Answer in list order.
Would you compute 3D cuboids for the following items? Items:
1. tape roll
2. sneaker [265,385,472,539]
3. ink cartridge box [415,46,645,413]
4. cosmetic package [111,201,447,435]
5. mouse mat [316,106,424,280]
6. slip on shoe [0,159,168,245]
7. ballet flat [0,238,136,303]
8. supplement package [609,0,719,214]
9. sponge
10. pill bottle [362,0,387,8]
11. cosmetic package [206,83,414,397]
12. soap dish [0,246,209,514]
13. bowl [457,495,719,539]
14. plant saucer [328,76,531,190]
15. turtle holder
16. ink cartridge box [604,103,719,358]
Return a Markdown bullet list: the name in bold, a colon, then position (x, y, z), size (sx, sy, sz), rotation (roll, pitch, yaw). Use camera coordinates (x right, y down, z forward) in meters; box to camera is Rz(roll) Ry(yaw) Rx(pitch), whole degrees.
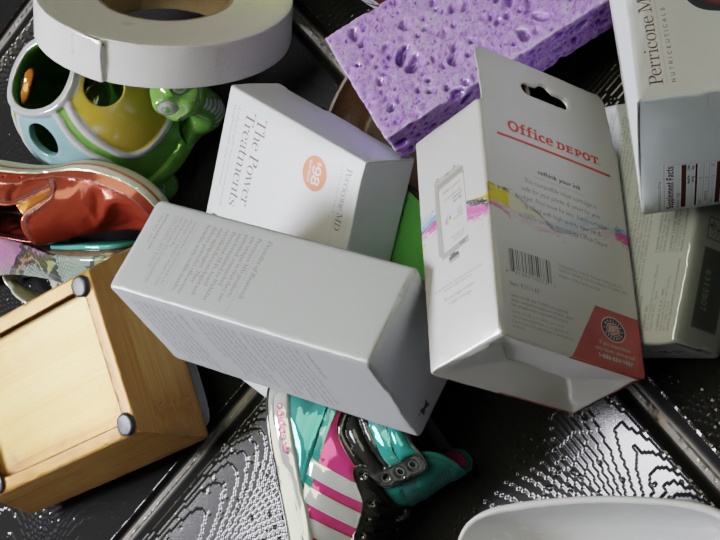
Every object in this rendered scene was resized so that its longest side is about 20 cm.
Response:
- **tape roll**: position (-0.152, -0.198, 1.235), size (0.203, 0.202, 0.037), rotation (37, 134, 39)
- **sneaker**: position (0.017, 0.155, 1.051), size (0.120, 0.084, 0.201), rotation (-14, 86, 18)
- **ink cartridge box**: position (0.100, -0.026, 0.976), size (0.067, 0.116, 0.201), rotation (-34, 48, 45)
- **cosmetic package**: position (-0.047, 0.029, 1.018), size (0.199, 0.101, 0.071), rotation (16, 67, 30)
- **mouse mat**: position (0.000, 0.000, 1.119), size (0.200, 0.008, 0.161), rotation (45, 126, 36)
- **slip on shoe**: position (-0.240, -0.047, 1.260), size (0.199, 0.074, 0.061), rotation (4, 56, 20)
- **ballet flat**: position (-0.245, 0.002, 1.322), size (0.200, 0.069, 0.071), rotation (8, 98, 43)
- **supplement package**: position (0.242, -0.157, 0.896), size (0.199, 0.147, 0.192), rotation (-8, 67, 8)
- **sponge**: position (0.085, -0.168, 1.068), size (0.200, 0.030, 0.112), rotation (-32, 51, 5)
- **pill bottle**: position (0.012, -0.249, 1.114), size (0.113, 0.200, 0.113), rotation (-13, 67, 33)
- **cosmetic package**: position (-0.048, -0.013, 1.131), size (0.151, 0.052, 0.201), rotation (31, 117, 39)
- **soap dish**: position (-0.221, 0.086, 1.229), size (0.200, 0.081, 0.158), rotation (-26, 77, 31)
- **bowl**: position (0.148, 0.235, 0.924), size (0.199, 0.075, 0.200), rotation (-7, 71, 37)
- **plant saucer**: position (0.049, -0.083, 1.123), size (0.200, 0.034, 0.201), rotation (-15, 69, 42)
- **turtle holder**: position (-0.198, -0.126, 1.278), size (0.185, 0.132, 0.141), rotation (39, 99, 40)
- **ink cartridge box**: position (0.159, -0.027, 1.038), size (0.200, 0.057, 0.163), rotation (-5, 70, 58)
